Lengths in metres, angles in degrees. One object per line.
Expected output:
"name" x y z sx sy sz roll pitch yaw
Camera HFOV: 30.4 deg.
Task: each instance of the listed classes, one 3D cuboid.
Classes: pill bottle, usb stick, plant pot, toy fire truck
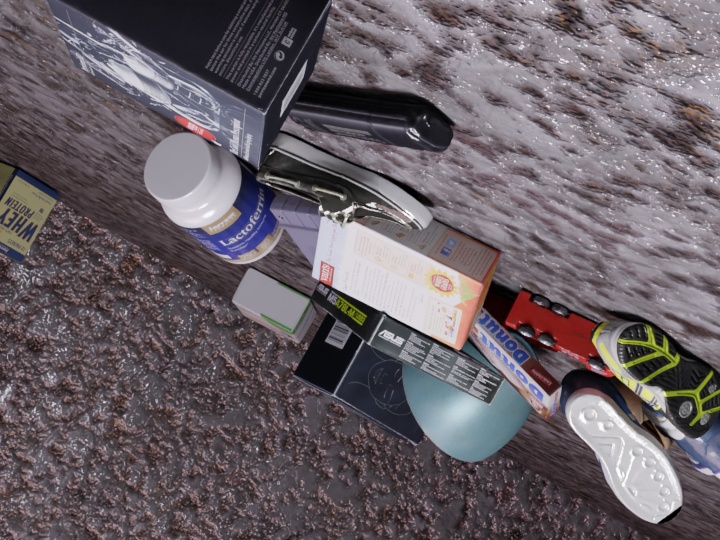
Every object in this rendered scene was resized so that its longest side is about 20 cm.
"pill bottle" -0.188 -0.094 1.708 0.116 0.116 0.200 23 171 30
"usb stick" 0.004 -0.132 1.162 0.055 0.033 0.200 26 174 -37
"plant pot" 0.178 0.155 1.891 0.200 0.200 0.135 33 134 -28
"toy fire truck" 0.230 0.076 1.623 0.200 0.049 0.141 25 171 14

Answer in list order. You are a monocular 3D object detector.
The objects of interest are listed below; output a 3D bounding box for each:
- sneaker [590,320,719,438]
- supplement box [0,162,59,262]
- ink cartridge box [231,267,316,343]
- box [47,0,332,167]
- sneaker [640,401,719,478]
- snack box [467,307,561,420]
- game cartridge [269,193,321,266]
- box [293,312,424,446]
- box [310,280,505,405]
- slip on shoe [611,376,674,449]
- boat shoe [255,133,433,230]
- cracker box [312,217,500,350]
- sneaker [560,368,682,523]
"sneaker" 0.334 0.114 1.483 0.200 0.075 0.076 45 171 -30
"supplement box" -0.886 -0.153 3.276 0.200 0.200 0.134 20 169 46
"ink cartridge box" -0.179 0.077 2.795 0.145 0.084 0.200 27 172 6
"box" -0.132 -0.184 1.040 0.182 0.104 0.200 29 171 -1
"sneaker" 0.413 0.185 1.661 0.146 0.081 0.200 45 -175 3
"snack box" 0.166 0.092 1.607 0.200 0.024 0.072 46 162 24
"game cartridge" -0.020 -0.022 1.697 0.130 0.038 0.200 14 154 35
"box" 0.039 0.131 2.041 0.197 0.200 0.124 35 171 -35
"box" 0.056 0.085 1.669 0.200 0.048 0.193 28 180 -27
"slip on shoe" 0.361 0.174 1.744 0.076 0.061 0.200 19 167 48
"boat shoe" -0.019 -0.080 1.432 0.200 0.064 0.071 25 171 18
"cracker box" 0.048 -0.007 1.511 0.200 0.058 0.134 26 145 10
"sneaker" 0.322 0.206 1.648 0.200 0.081 0.146 50 -168 -6
